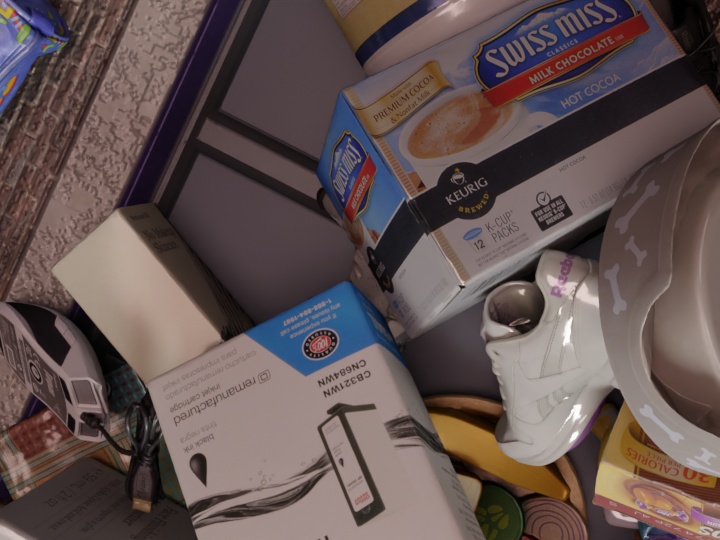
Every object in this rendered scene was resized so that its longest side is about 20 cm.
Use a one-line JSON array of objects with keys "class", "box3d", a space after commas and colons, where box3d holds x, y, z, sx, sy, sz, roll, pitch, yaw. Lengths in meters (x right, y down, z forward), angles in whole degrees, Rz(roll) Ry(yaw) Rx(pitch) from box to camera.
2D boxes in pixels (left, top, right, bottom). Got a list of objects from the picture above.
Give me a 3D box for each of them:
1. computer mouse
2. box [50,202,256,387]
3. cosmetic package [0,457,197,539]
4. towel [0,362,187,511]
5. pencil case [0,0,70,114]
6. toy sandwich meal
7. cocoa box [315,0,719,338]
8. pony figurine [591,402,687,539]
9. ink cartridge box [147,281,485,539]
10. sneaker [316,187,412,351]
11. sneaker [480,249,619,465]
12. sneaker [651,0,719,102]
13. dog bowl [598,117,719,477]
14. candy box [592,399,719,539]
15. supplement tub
[{"class": "computer mouse", "box3d": [-0.194, 0.079, 0.776, 0.200, 0.044, 0.110, 37, 141, 32]}, {"class": "box", "box3d": [-0.119, 0.050, 0.778, 0.068, 0.082, 0.200, -40, 91, 10]}, {"class": "cosmetic package", "box3d": [-0.163, 0.258, 0.740, 0.200, 0.165, 0.165, 27, 97, 4]}, {"class": "towel", "box3d": [-0.180, 0.185, 0.829, 0.147, 0.022, 0.200, -29, 91, 9]}, {"class": "pencil case", "box3d": [-0.291, -0.122, 0.782, 0.200, 0.078, 0.087, -48, 59, 10]}, {"class": "toy sandwich meal", "box3d": [0.060, 0.179, 0.771, 0.205, 0.070, 0.206, 1, 96, 8]}, {"class": "cocoa box", "box3d": [0.092, -0.072, 0.669, 0.200, 0.133, 0.131, -28, 81, -15]}, {"class": "pony figurine", "box3d": [0.248, 0.167, 0.717, 0.193, 0.167, 0.200, -14, 72, 8]}, {"class": "ink cartridge box", "box3d": [-0.021, 0.132, 0.656, 0.146, 0.084, 0.200, -27, 65, 5]}, {"class": "sneaker", "box3d": [0.000, 0.000, 0.767, 0.115, 0.075, 0.200, 40, 89, 7]}, {"class": "sneaker", "box3d": [0.113, 0.050, 0.672, 0.099, 0.200, 0.075, 25, 54, 1]}, {"class": "sneaker", "box3d": [0.202, -0.125, 0.710, 0.076, 0.091, 0.200, -28, 93, 1]}, {"class": "dog bowl", "box3d": [0.203, 0.018, 0.577, 0.059, 0.200, 0.200, -14, 95, 51]}, {"class": "candy box", "box3d": [0.232, 0.071, 0.673, 0.117, 0.057, 0.200, 18, 56, 20]}, {"class": "supplement tub", "box3d": [0.026, -0.232, 0.696, 0.144, 0.144, 0.200, -28, 91, 10]}]
